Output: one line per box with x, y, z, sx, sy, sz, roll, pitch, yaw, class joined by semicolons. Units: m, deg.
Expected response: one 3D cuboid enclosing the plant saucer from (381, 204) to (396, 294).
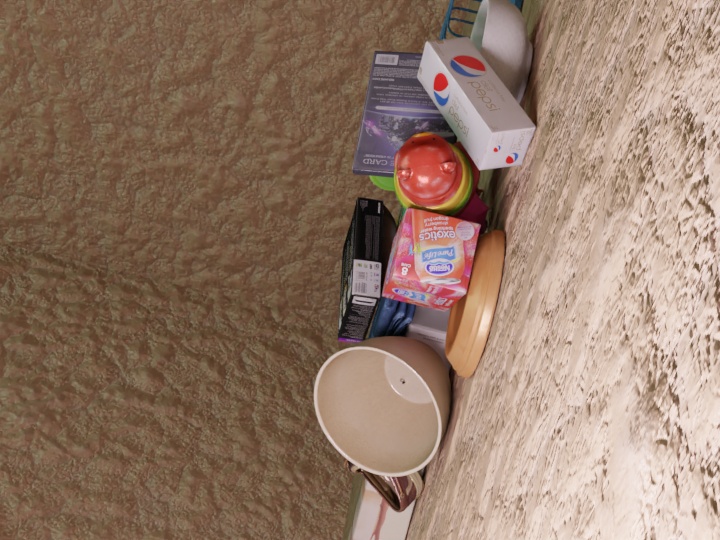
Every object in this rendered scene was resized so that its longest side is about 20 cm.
0.032;-0.023;1.763;0.200;0.036;0.202;-171;90;-82;plant saucer

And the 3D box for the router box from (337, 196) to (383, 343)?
0.000;0.000;1.661;0.149;0.051;0.201;108;168;-55;router box

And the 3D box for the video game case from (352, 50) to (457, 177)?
0.074;-0.226;1.423;0.019;0.142;0.201;67;-149;-67;video game case

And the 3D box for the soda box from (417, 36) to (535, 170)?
0.148;-0.222;1.287;0.064;0.068;0.201;104;148;-45;soda box

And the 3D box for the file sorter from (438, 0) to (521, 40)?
0.211;-0.434;1.788;0.200;0.122;0.140;108;175;-78;file sorter

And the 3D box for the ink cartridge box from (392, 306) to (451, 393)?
0.093;0.155;1.580;0.145;0.084;0.201;-78;3;-69;ink cartridge box

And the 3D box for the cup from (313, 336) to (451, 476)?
0.053;0.174;1.426;0.143;0.199;0.201;-36;-35;-54;cup

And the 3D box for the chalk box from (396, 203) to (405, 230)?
0.126;-0.071;1.771;0.200;0.124;0.124;-81;4;-69;chalk box

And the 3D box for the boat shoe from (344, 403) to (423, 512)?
0.012;0.278;1.487;0.072;0.200;0.072;-39;-3;40;boat shoe

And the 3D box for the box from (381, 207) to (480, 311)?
0.091;-0.010;1.321;0.200;0.099;0.096;110;174;-80;box

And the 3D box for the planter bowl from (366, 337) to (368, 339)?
0.046;0.240;1.883;0.200;0.134;0.201;13;-90;-90;planter bowl

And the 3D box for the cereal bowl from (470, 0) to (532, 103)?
0.199;-0.293;1.435;0.200;0.083;0.201;-169;90;-89;cereal bowl

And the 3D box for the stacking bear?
0.092;-0.124;1.271;0.200;0.121;0.115;13;-105;-81;stacking bear

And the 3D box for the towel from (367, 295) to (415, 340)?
0.051;0.067;1.523;0.200;0.048;0.112;108;178;-61;towel

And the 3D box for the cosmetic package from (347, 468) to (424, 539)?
0.041;0.377;1.603;0.103;0.087;0.201;-82;5;-77;cosmetic package

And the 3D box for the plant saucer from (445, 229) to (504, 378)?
0.148;0.041;1.304;0.200;0.037;0.201;-166;90;-90;plant saucer

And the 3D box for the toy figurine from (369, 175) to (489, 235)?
0.130;-0.110;1.463;0.150;0.199;0.185;-46;52;23;toy figurine
